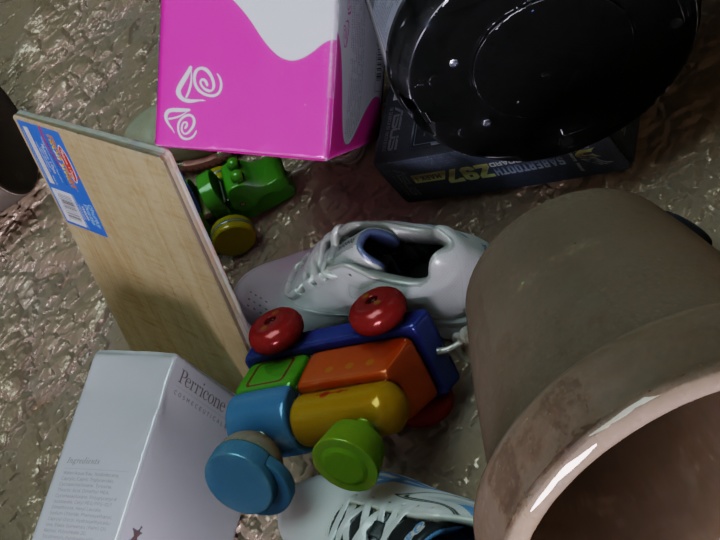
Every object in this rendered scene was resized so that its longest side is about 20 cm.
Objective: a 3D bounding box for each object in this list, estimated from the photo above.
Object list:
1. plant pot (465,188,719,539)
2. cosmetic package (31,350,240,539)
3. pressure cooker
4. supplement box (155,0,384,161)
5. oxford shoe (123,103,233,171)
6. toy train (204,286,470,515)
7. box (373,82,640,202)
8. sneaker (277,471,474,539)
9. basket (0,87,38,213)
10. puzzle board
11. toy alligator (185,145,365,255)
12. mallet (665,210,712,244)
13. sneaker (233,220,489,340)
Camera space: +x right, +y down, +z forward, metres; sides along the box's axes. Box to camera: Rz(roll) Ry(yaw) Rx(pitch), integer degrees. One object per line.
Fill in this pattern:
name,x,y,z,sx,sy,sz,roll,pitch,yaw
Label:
plant pot,0.126,0.057,0.729,0.200,0.200,0.175,-37,44,11
cosmetic package,-0.132,0.157,0.923,0.074,0.102,0.200,-1,63,35
pressure cooker,0.080,-0.185,0.864,0.176,0.179,0.200,-32,49,19
supplement box,-0.047,-0.125,0.933,0.103,0.200,0.102,5,98,7
oxford shoe,-0.095,-0.128,1.100,0.200,0.074,0.071,-20,52,25
toy train,0.013,0.073,0.855,0.200,0.085,0.116,-12,30,31
box,0.101,-0.146,0.983,0.157,0.051,0.200,-9,57,32
sneaker,0.026,0.144,0.834,0.200,0.072,0.072,12,71,42
basket,-0.367,-0.069,1.228,0.200,0.136,0.181,-25,53,16
puzzle board,-0.128,-0.006,0.968,0.151,0.200,0.017,18,50,43
toy alligator,-0.091,-0.050,1.060,0.200,0.054,0.059,-32,48,16
mallet,0.220,0.018,0.801,0.200,0.041,0.066,15,75,37
sneaker,0.000,0.000,0.937,0.200,0.087,0.075,-9,59,34
